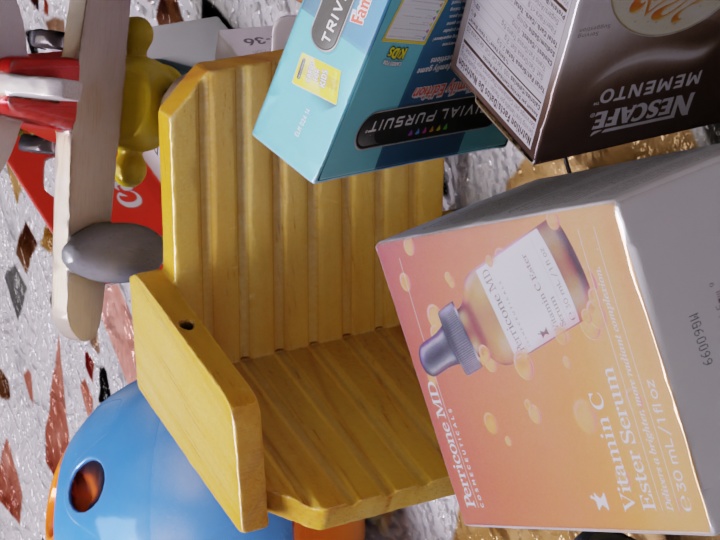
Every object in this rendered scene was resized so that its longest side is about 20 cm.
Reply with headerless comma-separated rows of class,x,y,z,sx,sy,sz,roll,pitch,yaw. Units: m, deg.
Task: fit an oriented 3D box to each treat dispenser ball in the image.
treat dispenser ball,-0.096,0.159,1.458,0.201,0.200,0.202,32,128,54

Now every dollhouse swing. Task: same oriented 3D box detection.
dollhouse swing,0.000,0.000,1.218,0.182,0.199,0.176,49,140,43

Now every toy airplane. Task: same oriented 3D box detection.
toy airplane,-0.135,-0.093,1.252,0.200,0.141,0.199,89,-169,-46

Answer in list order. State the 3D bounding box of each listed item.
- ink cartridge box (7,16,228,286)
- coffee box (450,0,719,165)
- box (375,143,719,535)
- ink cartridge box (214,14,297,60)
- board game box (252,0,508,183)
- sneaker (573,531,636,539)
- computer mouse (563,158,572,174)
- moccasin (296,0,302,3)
ink cartridge box,-0.126,-0.079,1.450,0.200,0.173,0.044,52,142,40
coffee box,0.122,-0.156,1.023,0.080,0.114,0.200,52,144,38
box,0.119,0.033,1.080,0.200,0.106,0.153,-10,100,59
ink cartridge box,-0.024,-0.075,1.322,0.068,0.116,0.200,52,142,44
board game box,0.045,-0.145,1.079,0.047,0.151,0.200,39,121,28
sneaker,0.174,0.158,1.105,0.200,0.074,0.081,25,115,48
computer mouse,0.108,-0.078,1.176,0.059,0.034,0.201,0,106,44
moccasin,0.022,-0.204,1.135,0.078,0.074,0.202,28,131,0
